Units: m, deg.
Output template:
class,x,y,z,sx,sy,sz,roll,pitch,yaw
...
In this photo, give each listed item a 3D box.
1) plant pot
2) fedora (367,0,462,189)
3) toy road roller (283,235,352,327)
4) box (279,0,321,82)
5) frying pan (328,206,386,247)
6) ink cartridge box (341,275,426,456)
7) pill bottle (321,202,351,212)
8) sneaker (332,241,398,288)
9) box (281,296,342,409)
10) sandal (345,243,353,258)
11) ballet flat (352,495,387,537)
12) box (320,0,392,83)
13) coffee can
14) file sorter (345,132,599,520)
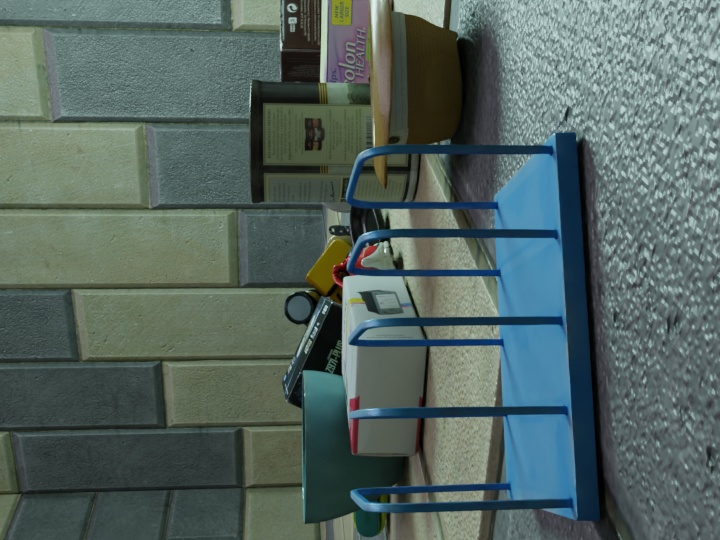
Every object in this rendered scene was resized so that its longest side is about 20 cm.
class,x,y,z,sx,sy,sz,roll,pitch,yaw
plant pot,-0.012,0.238,1.194,0.200,0.132,0.204,180,90,-85
fedora,0.048,-0.172,0.800,0.201,0.080,0.204,177,90,-90
toy road roller,-0.031,0.046,1.575,0.201,0.145,0.123,-55,-7,7
box,-0.076,-0.446,1.704,0.200,0.161,0.169,106,163,-72
frying pan,0.000,-0.049,1.390,0.190,0.030,0.117,134,124,-64
ink cartridge box,0.023,0.110,1.073,0.200,0.084,0.150,-107,17,-68
pill bottle,-0.033,-0.161,1.513,0.200,0.111,0.115,-129,39,-82
sneaker,0.000,0.000,1.255,0.200,0.084,0.078,115,142,-78
box,-0.053,0.136,1.404,0.166,0.085,0.200,-65,7,-1
sandal,-0.008,-0.021,1.454,0.076,0.042,0.202,126,154,-48
ballet flat,0.015,0.304,1.335,0.067,0.066,0.203,-41,-47,-69
box,-0.011,-0.355,1.373,0.201,0.095,0.178,-99,10,-63
coffee can,-0.035,-0.156,1.074,0.146,0.196,0.149,180,90,-84
file sorter,0.055,0.037,0.518,0.139,0.120,0.204,121,149,-79
